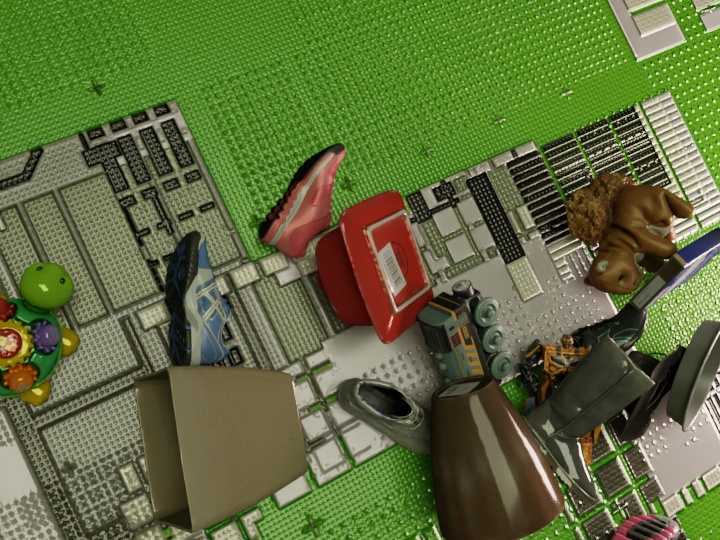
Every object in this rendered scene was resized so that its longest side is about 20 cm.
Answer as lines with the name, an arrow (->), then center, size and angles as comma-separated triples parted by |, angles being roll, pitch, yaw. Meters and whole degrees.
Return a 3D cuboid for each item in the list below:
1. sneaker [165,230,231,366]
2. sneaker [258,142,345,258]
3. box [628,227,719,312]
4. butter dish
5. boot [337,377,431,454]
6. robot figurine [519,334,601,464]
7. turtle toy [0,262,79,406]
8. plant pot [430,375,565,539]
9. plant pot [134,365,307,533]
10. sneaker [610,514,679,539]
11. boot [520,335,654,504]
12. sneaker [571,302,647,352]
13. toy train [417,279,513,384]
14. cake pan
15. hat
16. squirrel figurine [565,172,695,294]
sneaker -> -0.234, 0.042, 1.152 | 0.077, 0.076, 0.200 | 6, 78, -38
sneaker -> -0.073, -0.106, 1.228 | 0.087, 0.074, 0.200 | 39, 76, -21
box -> 0.544, -0.007, 1.334 | 0.200, 0.121, 0.032 | -21, 62, -38
butter dish -> 0.000, 0.000, 1.188 | 0.199, 0.148, 0.200 | -31, 104, -58
boot -> 0.064, 0.220, 1.184 | 0.200, 0.096, 0.074 | 25, 74, -11
robot figurine -> 0.322, 0.202, 1.253 | 0.145, 0.058, 0.200 | 3, 93, 9
turtle toy -> -0.453, 0.080, 1.056 | 0.146, 0.101, 0.200 | 29, 74, -10
plant pot -> 0.175, 0.261, 1.146 | 0.187, 0.187, 0.200 | -20, 95, -19
plant pot -> -0.185, 0.224, 1.072 | 0.177, 0.200, 0.200 | -6, 82, -30
sneaker -> 0.434, 0.472, 1.271 | 0.200, 0.079, 0.095 | -29, 111, -18
boot -> 0.357, 0.226, 1.192 | 0.200, 0.073, 0.182 | -39, 88, 2
sneaker -> 0.401, 0.115, 1.314 | 0.079, 0.075, 0.200 | 44, 71, -3
toy train -> 0.160, 0.113, 1.212 | 0.114, 0.085, 0.200 | -33, 122, -21
cake pan -> 0.555, 0.167, 1.305 | 0.037, 0.200, 0.200 | 22, 70, 31
hat -> 0.450, 0.185, 1.291 | 0.081, 0.201, 0.201 | 31, 68, 31
squirrel figurine -> 0.430, -0.060, 1.341 | 0.200, 0.142, 0.187 | 38, 82, 8
